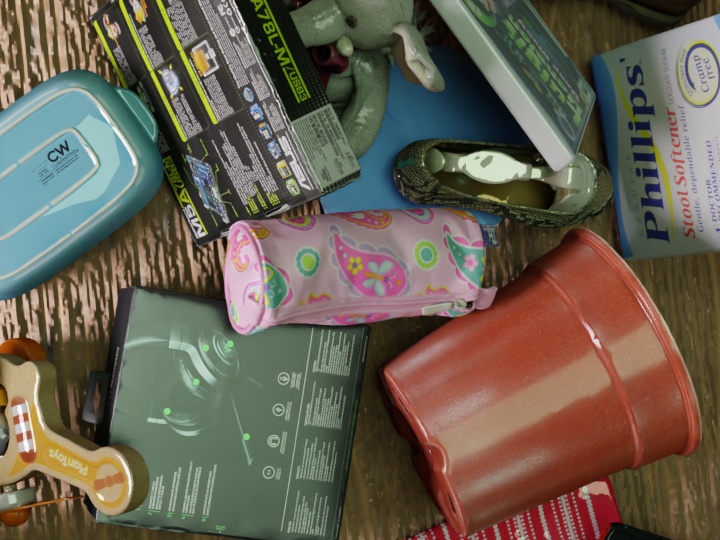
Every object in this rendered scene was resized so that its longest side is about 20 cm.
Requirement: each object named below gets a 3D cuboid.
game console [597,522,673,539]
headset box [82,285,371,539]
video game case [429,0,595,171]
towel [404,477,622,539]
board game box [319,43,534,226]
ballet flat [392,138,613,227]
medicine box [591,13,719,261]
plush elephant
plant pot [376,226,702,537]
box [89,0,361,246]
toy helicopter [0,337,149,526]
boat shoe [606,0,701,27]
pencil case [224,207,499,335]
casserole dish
[{"bbox_3d":[0.262,0.322,1.149,0.199,0.031,0.178,20,91,-22],"label":"game console"},{"bbox_3d":[-0.109,0.111,1.025,0.199,0.093,0.176,9,86,-17],"label":"headset box"},{"bbox_3d":[0.117,-0.190,1.078,0.023,0.182,0.200,-33,101,25],"label":"video game case"},{"bbox_3d":[0.141,0.262,1.137,0.199,0.022,0.146,-18,93,-17],"label":"towel"},{"bbox_3d":[0.048,-0.087,1.113,0.158,0.039,0.200,47,70,-6],"label":"board game box"},{"bbox_3d":[0.126,-0.073,1.074,0.198,0.075,0.068,5,82,-18],"label":"ballet flat"},{"bbox_3d":[0.298,-0.109,1.103,0.102,0.200,0.184,-10,91,-27],"label":"medicine box"},{"bbox_3d":[-0.019,-0.177,1.008,0.199,0.155,0.165,-27,77,-14],"label":"plush elephant"},{"bbox_3d":[0.129,0.099,1.060,0.194,0.201,0.202,-26,96,-8],"label":"plant pot"},{"bbox_3d":[-0.104,-0.130,0.984,0.047,0.193,0.201,-29,96,-32],"label":"box"},{"bbox_3d":[-0.227,0.131,0.950,0.079,0.199,0.133,1,104,-55],"label":"toy helicopter"},{"bbox_3d":[0.207,-0.269,1.142,0.199,0.068,0.072,8,62,-22],"label":"boat shoe"},{"bbox_3d":[0.000,0.000,0.988,0.199,0.087,0.088,-3,89,-26],"label":"pencil case"},{"bbox_3d":[-0.239,-0.063,1.000,0.200,0.039,0.121,-37,96,-4],"label":"casserole dish"}]
